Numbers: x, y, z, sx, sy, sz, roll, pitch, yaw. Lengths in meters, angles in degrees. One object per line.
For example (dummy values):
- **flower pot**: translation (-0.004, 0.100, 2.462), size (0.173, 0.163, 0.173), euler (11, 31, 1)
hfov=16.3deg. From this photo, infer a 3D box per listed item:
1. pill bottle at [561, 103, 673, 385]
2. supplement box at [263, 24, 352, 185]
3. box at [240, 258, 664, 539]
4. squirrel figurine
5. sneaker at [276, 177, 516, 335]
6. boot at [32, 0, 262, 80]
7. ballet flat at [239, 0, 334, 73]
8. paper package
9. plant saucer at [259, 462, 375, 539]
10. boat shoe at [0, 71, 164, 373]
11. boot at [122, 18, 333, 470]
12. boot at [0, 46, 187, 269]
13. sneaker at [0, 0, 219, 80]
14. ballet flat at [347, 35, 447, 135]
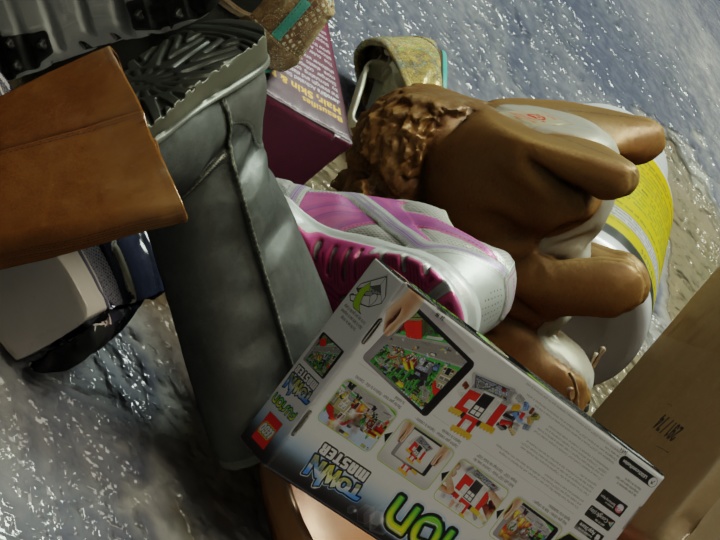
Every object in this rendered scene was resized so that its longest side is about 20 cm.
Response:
- **pill bottle**: translation (0.136, -0.021, 1.575), size (0.114, 0.114, 0.200), euler (45, 30, -12)
- **supplement box**: translation (-0.083, -0.139, 1.421), size (0.110, 0.086, 0.201), euler (29, 35, -35)
- **box**: translation (0.048, 0.091, 1.229), size (0.200, 0.110, 0.035), euler (37, 3, -33)
- **squirrel figurine**: translation (0.064, -0.001, 1.416), size (0.199, 0.188, 0.142), euler (12, 16, 3)
- **sneaker**: translation (0.000, 0.000, 1.314), size (0.200, 0.082, 0.088), euler (25, 27, 37)
- **boot**: translation (-0.144, -0.158, 1.343), size (0.077, 0.138, 0.200), euler (36, 11, -40)
- **ballet flat**: translation (-0.032, -0.182, 1.386), size (0.070, 0.065, 0.200), euler (36, 31, -25)
- **paper package**: translation (0.219, 0.101, 1.410), size (0.103, 0.191, 0.200), euler (43, -7, -13)
- **plant saucer**: translation (0.018, 0.137, 1.301), size (0.200, 0.037, 0.201), euler (35, 33, -27)
- **boat shoe**: translation (-0.170, -0.048, 1.216), size (0.201, 0.074, 0.093), euler (63, 25, 2)
- **boot**: translation (-0.083, 0.003, 1.179), size (0.182, 0.072, 0.201), euler (-30, 126, -38)
- **boot**: translation (-0.166, 0.007, 1.028), size (0.069, 0.199, 0.189), euler (78, -6, -45)
- **sneaker**: translation (-0.140, -0.139, 1.243), size (0.090, 0.199, 0.067), euler (-37, 115, -64)
- **ballet flat**: translation (0.025, -0.072, 1.537), size (0.071, 0.071, 0.201), euler (31, 35, -32)
